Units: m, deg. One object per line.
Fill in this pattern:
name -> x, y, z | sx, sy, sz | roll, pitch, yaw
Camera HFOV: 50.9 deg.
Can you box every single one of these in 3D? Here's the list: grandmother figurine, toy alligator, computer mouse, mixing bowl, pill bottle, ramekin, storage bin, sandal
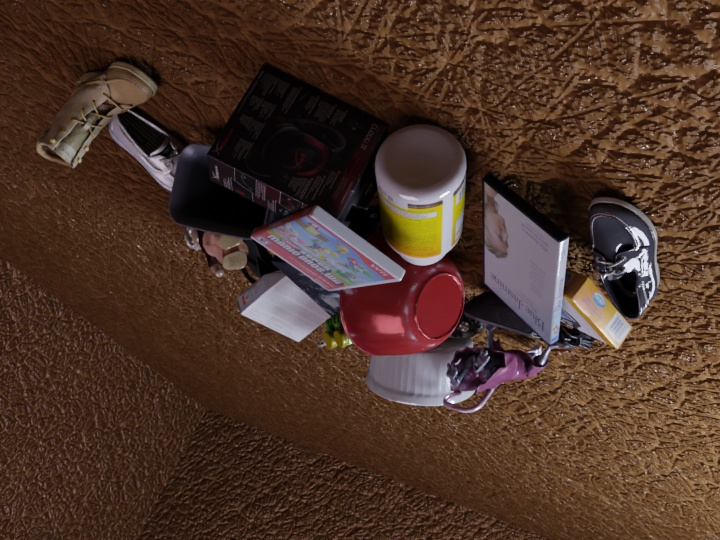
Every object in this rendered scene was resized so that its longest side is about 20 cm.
grandmother figurine -> -0.257, -0.049, 1.326 | 0.060, 0.122, 0.200 | -6, -164, -30
toy alligator -> -0.036, 0.097, 1.268 | 0.200, 0.059, 0.055 | -17, 92, 63
computer mouse -> 0.254, 0.069, 1.161 | 0.199, 0.053, 0.138 | 16, -175, 31
mixing bowl -> 0.078, 0.040, 1.096 | 0.108, 0.201, 0.200 | 15, 157, 49
pill bottle -> 0.078, -0.086, 0.962 | 0.109, 0.110, 0.200 | 21, 157, 15
ramekin -> 0.111, 0.160, 1.367 | 0.199, 0.099, 0.201 | 3, -167, -1
storage bin -> -0.171, -0.121, 1.164 | 0.199, 0.147, 0.134 | 12, -179, 32
sandal -> -0.196, -0.013, 1.380 | 0.075, 0.048, 0.201 | 17, 155, 26

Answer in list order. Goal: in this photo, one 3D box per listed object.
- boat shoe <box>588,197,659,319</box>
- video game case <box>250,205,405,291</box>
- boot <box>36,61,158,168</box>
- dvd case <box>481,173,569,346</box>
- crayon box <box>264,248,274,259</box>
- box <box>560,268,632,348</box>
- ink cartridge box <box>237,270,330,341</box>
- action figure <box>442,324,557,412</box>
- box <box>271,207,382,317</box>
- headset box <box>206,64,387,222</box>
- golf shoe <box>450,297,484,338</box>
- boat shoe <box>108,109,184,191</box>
boat shoe -> 0.317, -0.010, 0.913 | 0.072, 0.063, 0.200 | 8, 151, 37
video game case -> -0.048, -0.023, 0.976 | 0.143, 0.018, 0.200 | 36, 159, -21
boot -> -0.397, -0.229, 1.127 | 0.199, 0.156, 0.073 | 6, 150, 42
dvd case -> 0.204, -0.011, 0.963 | 0.143, 0.017, 0.201 | 47, 159, 38
crayon box -> -0.194, -0.082, 1.359 | 0.200, 0.051, 0.127 | 41, 155, -29
box -> 0.262, 0.028, 1.032 | 0.119, 0.042, 0.200 | 41, 177, -30
ink cartridge box -> -0.104, 0.036, 1.397 | 0.162, 0.200, 0.050 | 32, -155, -44
action figure -> 0.249, 0.165, 1.267 | 0.199, 0.150, 0.133 | 3, -171, -43
box -> 0.000, 0.000, 1.232 | 0.196, 0.118, 0.200 | 5, 150, 43
headset box -> -0.069, -0.143, 0.952 | 0.199, 0.149, 0.075 | 26, 160, 2
golf shoe -> 0.147, 0.078, 1.318 | 0.088, 0.078, 0.199 | 20, 172, -40
boat shoe -> -0.327, -0.189, 1.242 | 0.199, 0.074, 0.067 | 33, 160, -12
